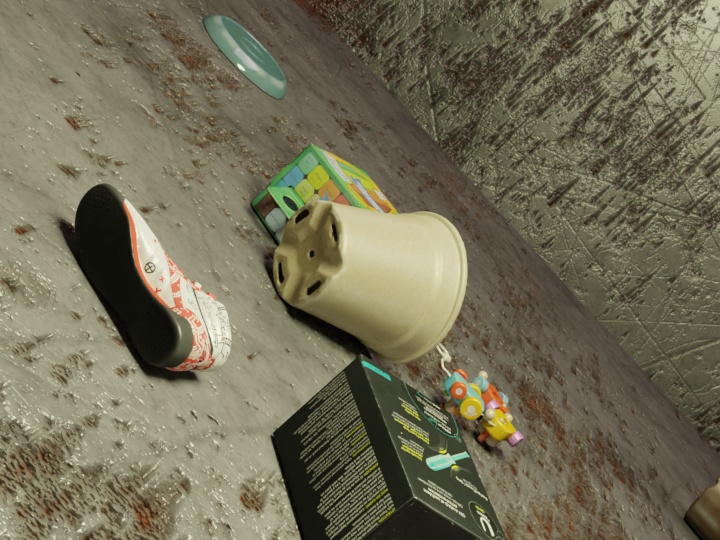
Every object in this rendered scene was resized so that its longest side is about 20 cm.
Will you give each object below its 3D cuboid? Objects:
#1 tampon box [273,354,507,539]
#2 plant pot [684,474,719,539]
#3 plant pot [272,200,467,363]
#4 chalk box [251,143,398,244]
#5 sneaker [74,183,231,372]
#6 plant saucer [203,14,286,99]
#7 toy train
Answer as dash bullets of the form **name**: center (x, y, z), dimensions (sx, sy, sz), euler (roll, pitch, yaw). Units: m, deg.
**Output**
- **tampon box**: center (0.027, 0.211, 1.249), dimensions (0.150, 0.126, 0.200), euler (37, 19, -34)
- **plant pot**: center (0.726, 0.477, 2.462), dimensions (0.198, 0.201, 0.200), euler (44, 12, 22)
- **plant pot**: center (0.000, 0.000, 1.646), dimensions (0.183, 0.201, 0.201), euler (19, 30, -41)
- **chalk box**: center (-0.051, -0.079, 1.788), dimensions (0.125, 0.124, 0.200), euler (54, 16, 25)
- **sneaker**: center (-0.195, 0.012, 1.257), dimensions (0.202, 0.067, 0.108), euler (58, 17, 24)
- **plant saucer**: center (-0.200, -0.389, 2.367), dimensions (0.200, 0.027, 0.200), euler (45, 15, -15)
- **toy train**: center (0.153, 0.182, 1.839), dimensions (0.200, 0.056, 0.150), euler (37, 16, -45)
